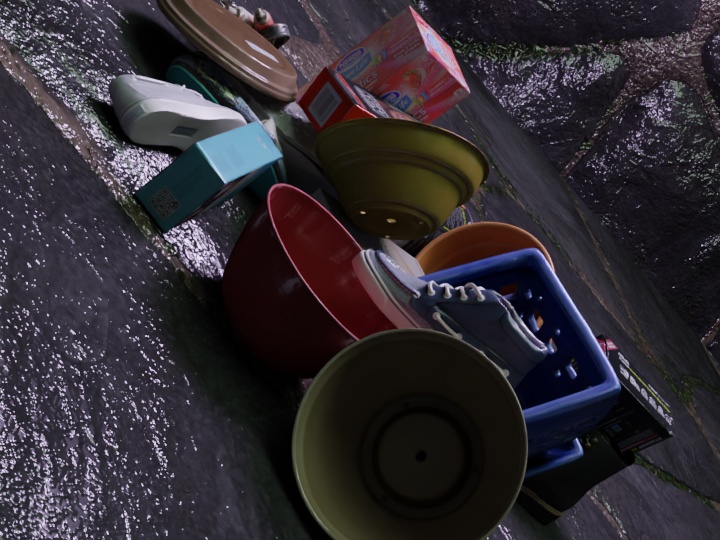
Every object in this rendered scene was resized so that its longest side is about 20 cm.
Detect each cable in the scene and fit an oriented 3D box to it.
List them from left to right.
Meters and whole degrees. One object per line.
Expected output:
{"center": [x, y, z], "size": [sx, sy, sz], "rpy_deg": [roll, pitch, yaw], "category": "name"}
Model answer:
{"center": [-0.125, -0.307, 1.692], "size": [0.200, 0.097, 0.050], "rpy_deg": [10, 77, -76], "category": "cable"}

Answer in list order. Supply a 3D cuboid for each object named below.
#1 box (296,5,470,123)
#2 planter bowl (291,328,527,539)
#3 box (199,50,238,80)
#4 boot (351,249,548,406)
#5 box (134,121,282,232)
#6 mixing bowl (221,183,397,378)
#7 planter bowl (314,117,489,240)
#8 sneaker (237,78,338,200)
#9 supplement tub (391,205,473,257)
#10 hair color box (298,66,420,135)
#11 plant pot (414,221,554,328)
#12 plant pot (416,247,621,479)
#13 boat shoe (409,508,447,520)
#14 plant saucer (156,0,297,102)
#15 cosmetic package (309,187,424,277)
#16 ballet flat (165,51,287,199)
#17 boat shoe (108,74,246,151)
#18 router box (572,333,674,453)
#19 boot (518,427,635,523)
{"center": [0.021, -0.220, 1.612], "size": [0.103, 0.200, 0.095], "rpy_deg": [36, 27, -43], "category": "box"}
{"center": [0.049, 0.162, 1.143], "size": [0.200, 0.200, 0.135], "rpy_deg": [58, 0, 15], "category": "planter bowl"}
{"center": [-0.132, -0.216, 1.617], "size": [0.200, 0.048, 0.117], "rpy_deg": [41, 21, -39], "category": "box"}
{"center": [0.086, 0.035, 1.231], "size": [0.200, 0.090, 0.073], "rpy_deg": [48, 16, 9], "category": "boot"}
{"center": [-0.147, -0.098, 1.289], "size": [0.049, 0.082, 0.200], "rpy_deg": [53, 18, -3], "category": "box"}
{"center": [-0.060, 0.027, 1.226], "size": [0.200, 0.108, 0.200], "rpy_deg": [47, 18, -21], "category": "mixing bowl"}
{"center": [0.040, -0.088, 1.433], "size": [0.200, 0.200, 0.084], "rpy_deg": [33, 60, -48], "category": "planter bowl"}
{"center": [-0.089, -0.146, 1.543], "size": [0.200, 0.080, 0.076], "rpy_deg": [45, 35, -16], "category": "sneaker"}
{"center": [0.071, -0.061, 1.709], "size": [0.200, 0.122, 0.123], "rpy_deg": [28, 30, -53], "category": "supplement tub"}
{"center": [0.031, -0.157, 1.531], "size": [0.200, 0.061, 0.102], "rpy_deg": [26, 21, -38], "category": "hair color box"}
{"center": [0.161, 0.059, 1.634], "size": [0.200, 0.200, 0.140], "rpy_deg": [67, 5, 37], "category": "plant pot"}
{"center": [0.132, 0.121, 1.360], "size": [0.180, 0.200, 0.200], "rpy_deg": [92, -22, -53], "category": "plant pot"}
{"center": [0.110, 0.309, 1.213], "size": [0.201, 0.070, 0.072], "rpy_deg": [50, -7, 5], "category": "boat shoe"}
{"center": [-0.149, -0.269, 1.507], "size": [0.200, 0.029, 0.200], "rpy_deg": [37, 14, -11], "category": "plant saucer"}
{"center": [0.000, 0.000, 1.495], "size": [0.200, 0.073, 0.104], "rpy_deg": [33, 25, -45], "category": "cosmetic package"}
{"center": [-0.135, -0.170, 1.461], "size": [0.200, 0.074, 0.074], "rpy_deg": [53, 17, -5], "category": "ballet flat"}
{"center": [-0.192, -0.165, 1.343], "size": [0.200, 0.072, 0.069], "rpy_deg": [-4, 59, -59], "category": "boat shoe"}
{"center": [0.265, 0.181, 1.601], "size": [0.150, 0.200, 0.062], "rpy_deg": [45, 32, -26], "category": "router box"}
{"center": [0.223, 0.210, 1.548], "size": [0.200, 0.138, 0.078], "rpy_deg": [38, 25, -35], "category": "boot"}
